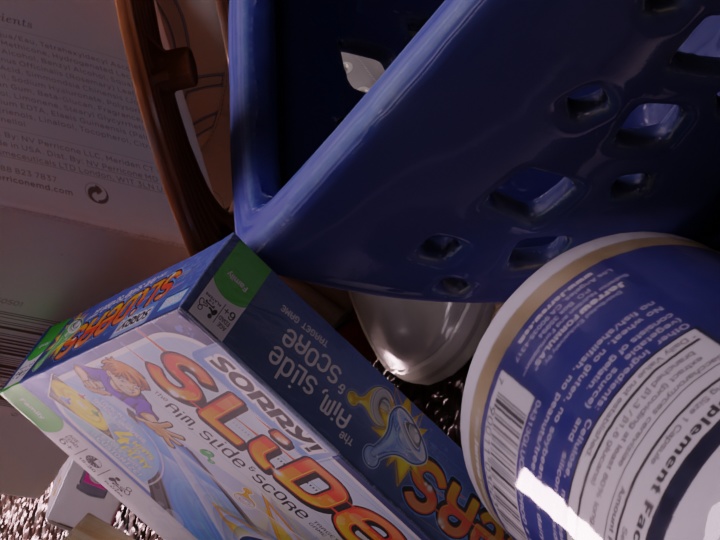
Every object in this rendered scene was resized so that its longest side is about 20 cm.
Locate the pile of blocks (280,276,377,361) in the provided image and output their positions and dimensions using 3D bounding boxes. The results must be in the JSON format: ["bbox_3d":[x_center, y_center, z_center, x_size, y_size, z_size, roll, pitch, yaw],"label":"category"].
[{"bbox_3d":[0.000,0.000,0.914,0.200,0.062,0.082,-49,-17,-25],"label":"pile of blocks"}]

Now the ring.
[{"bbox_3d":[-0.052,-0.084,0.786,0.019,0.201,0.201,-11,48,8],"label":"ring"}]

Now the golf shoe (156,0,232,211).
[{"bbox_3d":[-0.053,-0.064,0.930,0.097,0.078,0.200,27,105,24],"label":"golf shoe"}]

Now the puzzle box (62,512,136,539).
[{"bbox_3d":[-0.027,0.154,0.812,0.025,0.133,0.200,-49,24,-14],"label":"puzzle box"}]

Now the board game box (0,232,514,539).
[{"bbox_3d":[-0.012,0.081,0.762,0.135,0.200,0.034,-25,26,55],"label":"board game box"}]

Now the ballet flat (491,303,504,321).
[{"bbox_3d":[0.059,-0.054,0.875,0.069,0.063,0.200,-30,45,43],"label":"ballet flat"}]

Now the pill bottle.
[{"bbox_3d":[0.115,0.068,0.631,0.111,0.111,0.200,-64,27,8],"label":"pill bottle"}]

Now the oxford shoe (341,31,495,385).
[{"bbox_3d":[0.003,-0.047,0.846,0.075,0.058,0.200,-35,50,33],"label":"oxford shoe"}]

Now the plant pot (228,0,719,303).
[{"bbox_3d":[0.081,-0.100,0.741,0.200,0.180,0.200,-44,35,39],"label":"plant pot"}]

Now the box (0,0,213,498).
[{"bbox_3d":[-0.150,-0.042,0.869,0.152,0.106,0.200,-49,43,35],"label":"box"}]

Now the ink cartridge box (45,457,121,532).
[{"bbox_3d":[-0.101,0.028,1.118,0.095,0.037,0.200,-132,63,-83],"label":"ink cartridge box"}]
